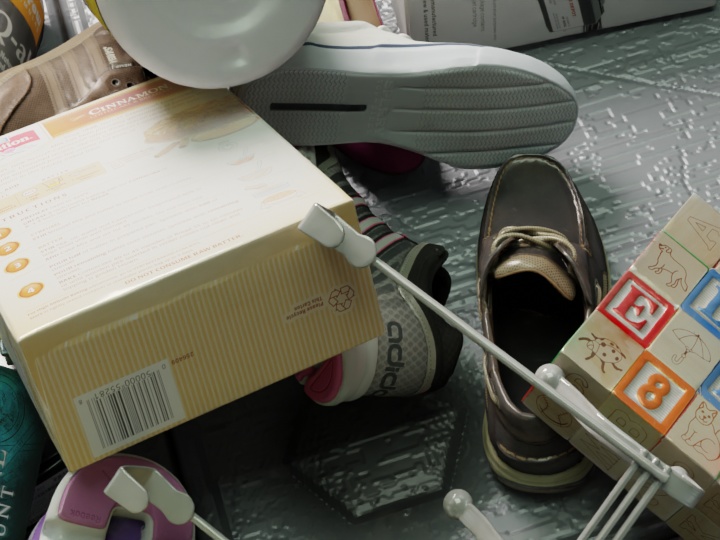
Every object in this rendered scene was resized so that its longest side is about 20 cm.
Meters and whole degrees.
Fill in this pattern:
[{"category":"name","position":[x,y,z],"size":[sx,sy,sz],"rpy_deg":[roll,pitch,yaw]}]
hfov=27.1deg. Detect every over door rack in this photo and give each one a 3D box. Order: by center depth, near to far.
[{"category":"over door rack","position":[0.020,0.086,0.622],"size":[0.199,0.067,0.148],"rpy_deg":[36,92,0]}]

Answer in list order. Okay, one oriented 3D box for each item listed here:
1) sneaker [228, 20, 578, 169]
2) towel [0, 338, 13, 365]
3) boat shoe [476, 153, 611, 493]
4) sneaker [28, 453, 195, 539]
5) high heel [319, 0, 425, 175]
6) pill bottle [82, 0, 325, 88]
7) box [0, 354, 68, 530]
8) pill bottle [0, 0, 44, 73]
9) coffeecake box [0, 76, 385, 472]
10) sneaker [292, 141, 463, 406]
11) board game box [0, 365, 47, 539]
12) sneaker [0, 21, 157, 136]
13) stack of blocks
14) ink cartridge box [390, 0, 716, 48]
[{"category":"sneaker","position":[0.024,-0.106,0.819],"size":[0.198,0.073,0.071],"rpy_deg":[5,39,-19]},{"category":"towel","position":[-0.126,-0.029,0.824],"size":[0.145,0.022,0.201],"rpy_deg":[-13,37,-4]},{"category":"boat shoe","position":[0.095,0.013,0.763],"size":[0.074,0.074,0.201],"rpy_deg":[-3,54,4]},{"category":"sneaker","position":[-0.127,0.185,0.667],"size":[0.080,0.088,0.202],"rpy_deg":[16,72,-26]},{"category":"high heel","position":[-0.016,-0.147,0.879],"size":[0.067,0.096,0.201],"rpy_deg":[-24,55,-12]},{"category":"pill bottle","position":[-0.092,-0.166,0.773],"size":[0.114,0.115,0.200],"rpy_deg":[-21,22,-9]},{"category":"box","position":[-0.252,0.074,0.774],"size":[0.158,0.046,0.200],"rpy_deg":[-31,57,-16]},{"category":"pill bottle","position":[-0.251,-0.131,0.881],"size":[0.115,0.117,0.201],"rpy_deg":[1,54,7]},{"category":"coffeecake box","position":[-0.103,-0.013,0.704],"size":[0.153,0.074,0.200],"rpy_deg":[-23,33,-15]},{"category":"sneaker","position":[0.000,0.000,0.787],"size":[0.087,0.074,0.200],"rpy_deg":[9,32,-22]},{"category":"board game box","position":[-0.213,0.129,0.650],"size":[0.028,0.135,0.202],"rpy_deg":[-10,65,45]},{"category":"sneaker","position":[-0.151,-0.088,0.829],"size":[0.075,0.071,0.200],"rpy_deg":[6,40,27]},{"category":"stack of blocks","position":[0.189,0.075,0.677],"size":[0.200,0.059,0.115],"rpy_deg":[41,61,9]},{"category":"ink cartridge box","position":[0.110,-0.222,0.927],"size":[0.198,0.084,0.145],"rpy_deg":[-12,54,-3]}]
